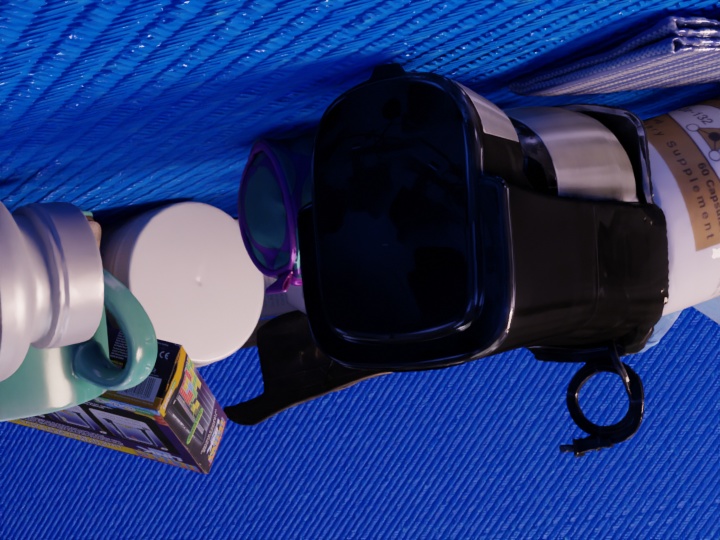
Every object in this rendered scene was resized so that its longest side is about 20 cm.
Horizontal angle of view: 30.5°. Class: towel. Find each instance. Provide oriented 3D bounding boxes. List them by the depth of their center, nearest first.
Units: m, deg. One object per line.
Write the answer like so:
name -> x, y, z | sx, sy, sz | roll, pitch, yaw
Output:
towel -> 0.199, -0.120, 0.715 | 0.198, 0.024, 0.144 | -8, 180, -26

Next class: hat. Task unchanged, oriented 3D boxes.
hat -> -0.043, 0.073, 1.233 | 0.198, 0.082, 0.201 | -19, -175, 2

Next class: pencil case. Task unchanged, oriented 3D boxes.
pencil case -> 0.023, -0.045, 0.820 | 0.198, 0.094, 0.085 | -9, 178, -30

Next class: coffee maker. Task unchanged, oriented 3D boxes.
coffee maker -> 0.076, 0.000, 0.674 | 0.134, 0.194, 0.199 | -34, 163, 31

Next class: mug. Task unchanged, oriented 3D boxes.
mug -> -0.229, 0.025, 0.870 | 0.183, 0.116, 0.152 | -5, -172, -10

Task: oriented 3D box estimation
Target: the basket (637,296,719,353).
basket -> 0.209, -0.012, 0.942 | 0.199, 0.140, 0.177 | 33, -169, -24

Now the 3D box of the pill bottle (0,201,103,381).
pill bottle -> -0.246, 0.014, 0.714 | 0.198, 0.112, 0.111 | -9, 178, -36

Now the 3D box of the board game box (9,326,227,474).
board game box -> -0.217, 0.089, 1.030 | 0.198, 0.057, 0.166 | 13, 159, 12

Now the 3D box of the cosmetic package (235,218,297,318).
cosmetic package -> -0.150, 0.006, 1.314 | 0.197, 0.103, 0.071 | -9, 179, -12

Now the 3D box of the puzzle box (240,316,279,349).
puzzle box -> -0.172, 0.075, 1.296 | 0.198, 0.026, 0.133 | -10, 180, -31

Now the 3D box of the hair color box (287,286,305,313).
hair color box -> 0.000, 0.000, 1.128 | 0.060, 0.100, 0.200 | -11, -163, -26

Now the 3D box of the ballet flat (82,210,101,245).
ballet flat -> -0.262, 0.003, 1.024 | 0.067, 0.068, 0.199 | -7, 177, -37

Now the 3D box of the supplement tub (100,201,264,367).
supplement tub -> -0.185, 0.022, 1.097 | 0.131, 0.134, 0.199 | -9, 178, -38

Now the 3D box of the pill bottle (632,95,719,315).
pill bottle -> 0.241, -0.054, 0.809 | 0.198, 0.116, 0.114 | -18, 180, -14
